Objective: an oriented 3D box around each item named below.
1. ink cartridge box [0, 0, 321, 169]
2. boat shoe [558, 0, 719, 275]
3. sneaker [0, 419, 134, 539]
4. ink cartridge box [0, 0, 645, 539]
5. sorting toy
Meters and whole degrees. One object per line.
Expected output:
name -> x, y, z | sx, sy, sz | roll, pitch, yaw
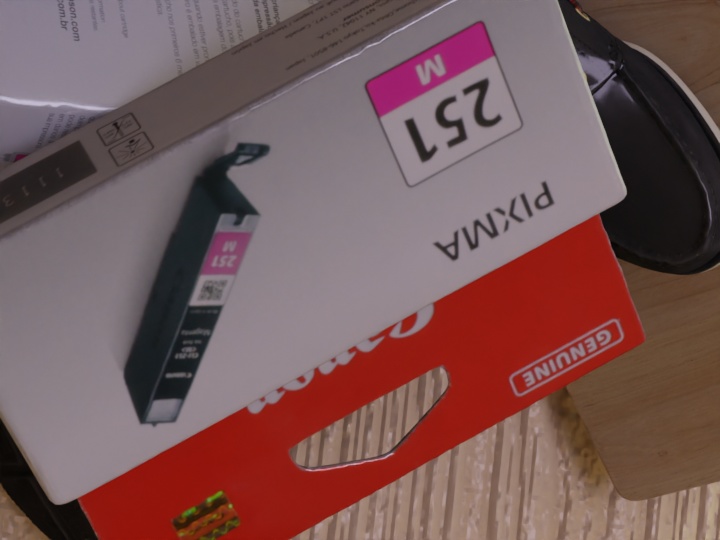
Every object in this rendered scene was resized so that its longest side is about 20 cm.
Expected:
ink cartridge box -> -0.040, -0.117, 0.744 | 0.199, 0.043, 0.197 | 4, 57, -25
boat shoe -> 0.054, -0.071, 0.812 | 0.201, 0.074, 0.063 | 46, 21, 9
sneaker -> -0.089, -0.008, 0.757 | 0.115, 0.076, 0.201 | -29, 103, -30
ink cartridge box -> -0.012, 0.013, 0.691 | 0.200, 0.044, 0.174 | -29, 123, -5
sorting toy -> 0.155, -0.032, 0.863 | 0.199, 0.200, 0.070 | 63, 34, -12
